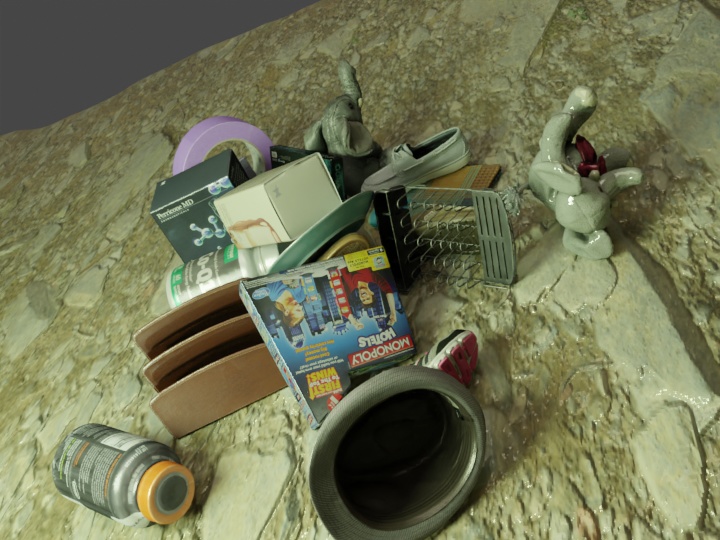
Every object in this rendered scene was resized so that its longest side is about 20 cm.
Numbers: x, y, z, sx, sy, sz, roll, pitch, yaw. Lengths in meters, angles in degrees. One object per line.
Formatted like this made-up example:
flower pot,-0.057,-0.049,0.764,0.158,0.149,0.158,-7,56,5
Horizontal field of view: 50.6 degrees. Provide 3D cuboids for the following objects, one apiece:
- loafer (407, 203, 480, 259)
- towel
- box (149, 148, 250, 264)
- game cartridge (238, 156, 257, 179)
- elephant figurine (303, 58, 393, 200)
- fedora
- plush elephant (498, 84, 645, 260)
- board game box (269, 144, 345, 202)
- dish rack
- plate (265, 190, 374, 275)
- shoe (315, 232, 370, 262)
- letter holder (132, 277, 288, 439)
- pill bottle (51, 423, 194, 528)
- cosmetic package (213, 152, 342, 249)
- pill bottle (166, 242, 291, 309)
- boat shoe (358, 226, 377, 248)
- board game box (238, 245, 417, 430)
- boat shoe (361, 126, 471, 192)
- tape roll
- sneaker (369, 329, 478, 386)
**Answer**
loafer,0.127,-0.066,1.122,0.197,0.076,0.068,-6,45,31
towel,0.120,-0.122,1.255,0.198,0.022,0.147,2,45,37
box,-0.238,-0.076,1.299,0.147,0.201,0.108,-23,33,9
game cartridge,-0.260,-0.101,1.414,0.199,0.130,0.038,-39,16,-14
elephant figurine,-0.029,-0.235,1.344,0.140,0.201,0.156,-28,30,14
fedora,0.032,0.186,0.795,0.199,0.178,0.090,-37,14,-10
plush elephant,0.290,-0.112,0.990,0.199,0.165,0.155,-37,36,1
board game box,-0.094,-0.142,1.342,0.028,0.137,0.199,-17,23,-34
dish rack,0.117,-0.042,1.039,0.198,0.156,0.054,8,31,41
plate,-0.051,-0.039,1.073,0.199,0.026,0.200,-39,-5,-4
shoe,-0.055,0.012,1.089,0.201,0.069,0.054,-51,41,31
letter holder,-0.208,0.118,1.069,0.198,0.143,0.101,-26,33,5
pill bottle,-0.300,0.265,0.977,0.198,0.107,0.107,4,45,40
cosmetic package,-0.122,-0.095,1.095,0.103,0.088,0.199,-33,13,-25
pill bottle,-0.201,0.016,1.226,0.197,0.114,0.114,-22,34,12
boat shoe,0.000,0.000,1.140,0.059,0.072,0.201,-37,34,13
board game box,-0.037,0.091,0.985,0.197,0.203,0.062,-13,-14,-14
boat shoe,0.086,-0.184,1.276,0.198,0.072,0.070,-22,33,8
tape roll,-0.254,-0.189,1.460,0.199,0.202,0.065,-38,35,-15
sneaker,0.057,0.137,0.906,0.200,0.074,0.087,-46,43,-16
